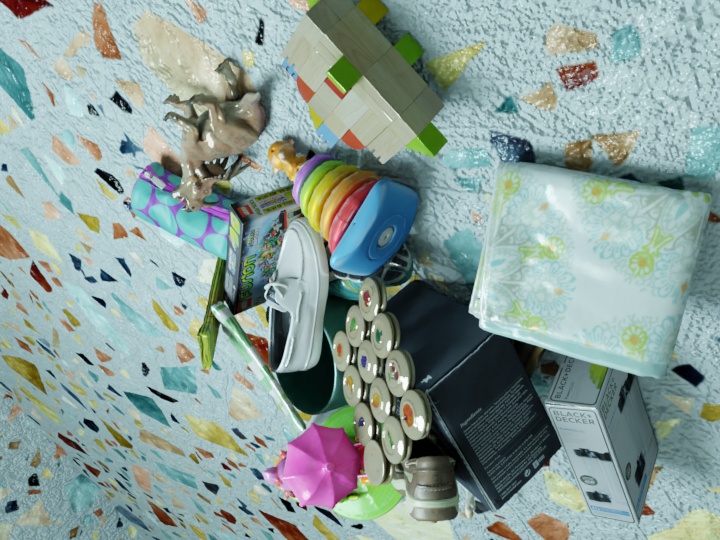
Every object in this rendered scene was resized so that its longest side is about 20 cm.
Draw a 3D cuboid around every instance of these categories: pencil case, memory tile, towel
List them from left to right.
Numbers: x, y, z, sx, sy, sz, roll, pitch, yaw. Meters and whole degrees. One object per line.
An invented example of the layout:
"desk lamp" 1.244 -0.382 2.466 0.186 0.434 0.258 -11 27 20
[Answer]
"pencil case" -0.232 -0.081 0.973 0.198 0.086 0.093 24 156 17
"towel" -0.209 0.037 0.993 0.018 0.202 0.087 6 140 -5
"towel" -0.137 0.139 0.941 0.201 0.023 0.153 55 167 9
"memory tile" 0.016 0.124 0.778 0.154 0.017 0.202 -62 38 43
"towel" 0.209 -0.006 0.657 0.197 0.048 0.174 15 107 26

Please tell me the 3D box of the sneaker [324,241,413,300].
"sneaker" 0.000 0.000 0.892 0.198 0.078 0.080 -2 143 50

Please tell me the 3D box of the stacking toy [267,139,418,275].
"stacking toy" -0.040 -0.092 0.803 0.199 0.109 0.117 38 103 25

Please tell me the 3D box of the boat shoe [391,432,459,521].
"boat shoe" 0.076 0.219 0.779 0.073 0.076 0.202 -2 176 -6

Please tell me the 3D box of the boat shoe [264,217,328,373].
"boat shoe" -0.089 0.035 0.870 0.072 0.068 0.203 28 118 42

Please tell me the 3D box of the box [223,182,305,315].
"box" -0.125 -0.026 0.919 0.035 0.109 0.201 53 149 24

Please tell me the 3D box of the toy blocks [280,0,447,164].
"toy blocks" -0.011 -0.180 0.698 0.200 0.100 0.136 45 154 -8

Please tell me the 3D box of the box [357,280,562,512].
"box" 0.110 0.144 0.836 0.198 0.124 0.199 58 166 -26

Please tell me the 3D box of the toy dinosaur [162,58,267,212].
"toy dinosaur" -0.167 -0.165 0.842 0.198 0.087 0.136 -21 126 31

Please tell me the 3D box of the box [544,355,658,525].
"box" 0.284 0.182 0.795 0.059 0.117 0.202 -2 127 40

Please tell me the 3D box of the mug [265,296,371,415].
"mug" -0.044 0.100 0.972 0.152 0.113 0.187 -39 68 46

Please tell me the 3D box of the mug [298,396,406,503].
"mug" 0.013 0.271 1.056 0.199 0.176 0.148 40 146 -3

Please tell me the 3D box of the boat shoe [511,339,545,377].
"boat shoe" 0.191 0.053 0.775 0.070 0.071 0.201 28 142 13

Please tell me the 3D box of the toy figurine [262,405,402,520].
"toy figurine" -0.053 0.243 0.857 0.197 0.153 0.184 -14 162 18

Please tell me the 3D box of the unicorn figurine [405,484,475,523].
"unicorn figurine" 0.115 0.302 1.025 0.198 0.140 0.073 8 165 -41
